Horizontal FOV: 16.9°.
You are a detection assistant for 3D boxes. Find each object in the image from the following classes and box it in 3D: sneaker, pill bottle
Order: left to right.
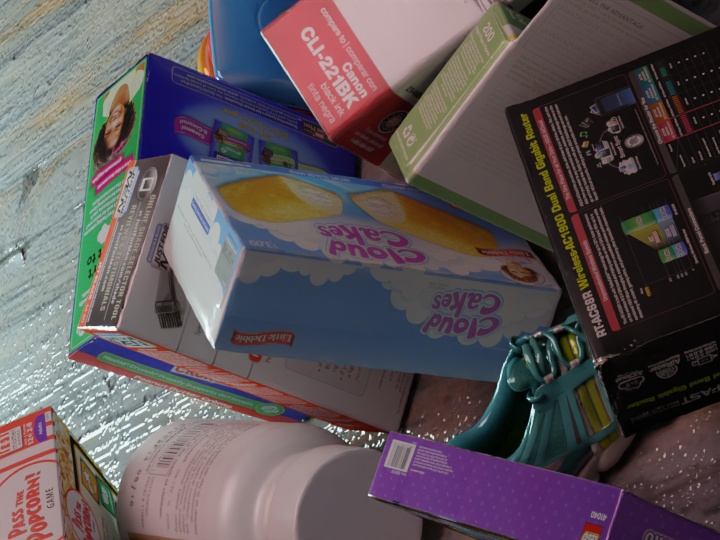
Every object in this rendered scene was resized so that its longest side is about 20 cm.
[{"bbox_3d":[-0.054,0.148,1.461,0.200,0.114,0.115,-3,68,57],"label":"pill bottle"},{"bbox_3d":[0.119,0.055,1.287,0.200,0.079,0.078,-54,33,20],"label":"sneaker"}]

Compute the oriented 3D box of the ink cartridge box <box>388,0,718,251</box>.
[{"bbox_3d":[0.131,-0.104,1.307,0.200,0.145,0.048,-52,32,23],"label":"ink cartridge box"}]

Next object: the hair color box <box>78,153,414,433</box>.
[{"bbox_3d":[-0.058,0.017,1.468,0.064,0.200,0.111,-3,68,59],"label":"hair color box"}]

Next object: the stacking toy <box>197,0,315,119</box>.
[{"bbox_3d":[-0.083,-0.112,1.713,0.200,0.116,0.110,127,145,-48],"label":"stacking toy"}]

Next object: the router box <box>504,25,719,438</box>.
[{"bbox_3d":[0.169,-0.027,1.212,0.149,0.062,0.200,-20,43,5],"label":"router box"}]

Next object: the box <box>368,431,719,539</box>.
[{"bbox_3d":[0.113,0.130,1.191,0.200,0.137,0.039,8,76,59],"label":"box"}]

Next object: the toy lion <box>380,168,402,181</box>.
[{"bbox_3d":[0.091,-0.164,1.498,0.191,0.069,0.201,-30,50,32],"label":"toy lion"}]

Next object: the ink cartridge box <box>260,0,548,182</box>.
[{"bbox_3d":[0.065,-0.149,1.377,0.200,0.144,0.084,-38,70,12],"label":"ink cartridge box"}]

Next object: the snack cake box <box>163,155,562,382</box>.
[{"bbox_3d":[0.000,0.000,1.383,0.115,0.199,0.067,55,132,55],"label":"snack cake box"}]

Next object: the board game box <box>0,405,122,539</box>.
[{"bbox_3d":[-0.161,0.203,1.516,0.046,0.200,0.152,-22,44,9],"label":"board game box"}]

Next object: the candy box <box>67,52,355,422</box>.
[{"bbox_3d":[-0.092,-0.017,1.575,0.077,0.169,0.201,-37,42,45],"label":"candy box"}]
